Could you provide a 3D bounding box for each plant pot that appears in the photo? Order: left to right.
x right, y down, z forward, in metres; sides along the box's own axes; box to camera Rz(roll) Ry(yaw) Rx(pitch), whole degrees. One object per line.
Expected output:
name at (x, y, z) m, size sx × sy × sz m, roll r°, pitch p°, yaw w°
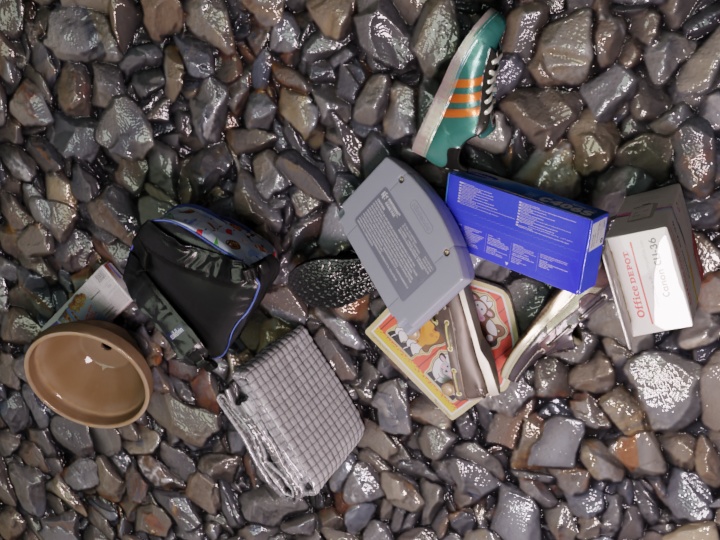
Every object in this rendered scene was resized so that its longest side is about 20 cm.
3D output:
plant pot at (-0.411, 0.145, 1.469) m, size 0.200 × 0.093 × 0.201 m, roll 6°, pitch 126°, yaw 8°

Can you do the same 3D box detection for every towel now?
towel at (-0.100, 0.201, 1.324) m, size 0.085 × 0.166 × 0.200 m, roll -29°, pitch 97°, yaw 37°

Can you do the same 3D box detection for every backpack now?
backpack at (-0.223, 0.001, 1.304) m, size 0.190 × 0.154 × 0.200 m, roll 33°, pitch 115°, yaw -1°

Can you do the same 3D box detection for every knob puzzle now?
knob puzzle at (0.124, 0.089, 1.251) m, size 0.219 × 0.030 × 0.220 m, roll 9°, pitch 114°, yaw 21°

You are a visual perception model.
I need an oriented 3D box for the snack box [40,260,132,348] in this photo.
snack box at (-0.436, 0.068, 1.502) m, size 0.200 × 0.024 × 0.072 m, roll -39°, pitch 94°, yaw 32°

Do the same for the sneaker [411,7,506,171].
sneaker at (0.134, -0.207, 1.104) m, size 0.080 × 0.071 × 0.200 m, roll 29°, pitch 125°, yaw 6°

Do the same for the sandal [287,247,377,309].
sandal at (0.000, 0.000, 1.270) m, size 0.199 × 0.045 × 0.075 m, roll -15°, pitch 110°, yaw 14°

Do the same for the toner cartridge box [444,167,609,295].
toner cartridge box at (0.191, -0.051, 1.118) m, size 0.200 × 0.043 × 0.095 m, roll 24°, pitch 120°, yaw 36°

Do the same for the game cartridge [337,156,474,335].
game cartridge at (0.058, -0.037, 1.174) m, size 0.133 × 0.040 × 0.200 m, roll -46°, pitch 60°, yaw 32°

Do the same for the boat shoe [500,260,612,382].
boat shoe at (0.247, 0.071, 1.162) m, size 0.065 × 0.072 × 0.200 m, roll 37°, pitch 113°, yaw 8°

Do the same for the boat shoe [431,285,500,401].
boat shoe at (0.122, 0.070, 1.191) m, size 0.059 × 0.072 × 0.200 m, roll -16°, pitch 99°, yaw 15°

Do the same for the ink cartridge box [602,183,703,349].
ink cartridge box at (0.321, -0.007, 1.020) m, size 0.067 × 0.200 × 0.117 m, roll -13°, pitch 105°, yaw 29°
